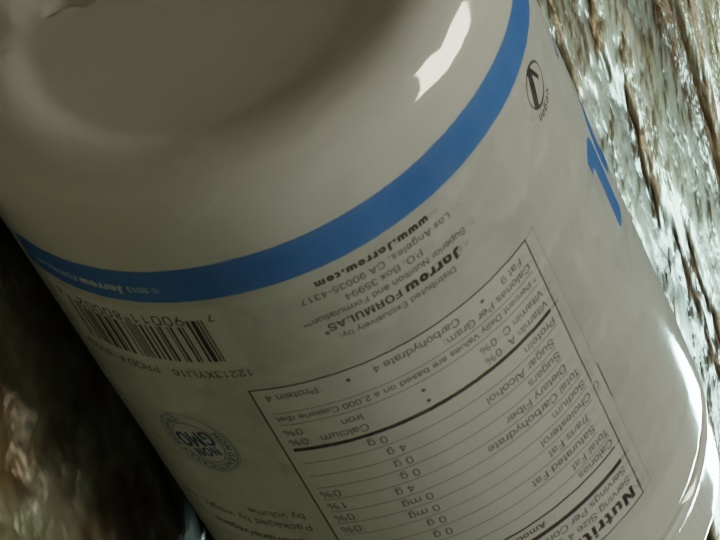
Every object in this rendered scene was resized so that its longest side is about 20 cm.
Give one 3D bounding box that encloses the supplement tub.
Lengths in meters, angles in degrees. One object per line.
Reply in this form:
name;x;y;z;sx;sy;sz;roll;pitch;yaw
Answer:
supplement tub;0.000;0.000;0.687;0.200;0.131;0.132;61;26;-45
